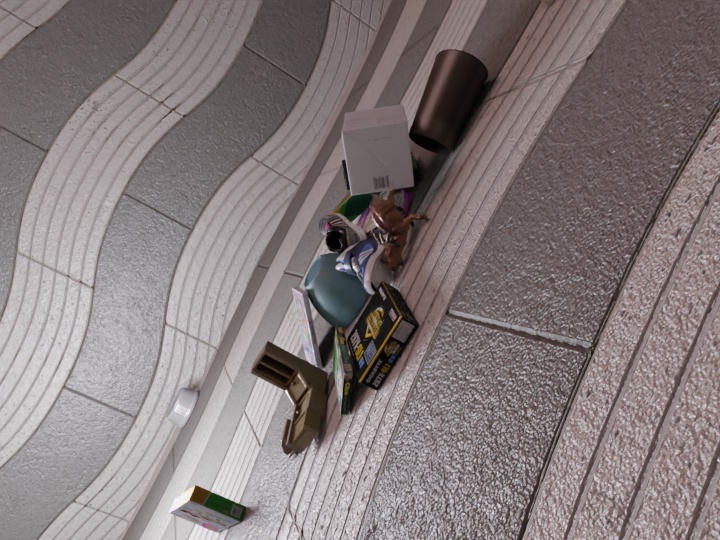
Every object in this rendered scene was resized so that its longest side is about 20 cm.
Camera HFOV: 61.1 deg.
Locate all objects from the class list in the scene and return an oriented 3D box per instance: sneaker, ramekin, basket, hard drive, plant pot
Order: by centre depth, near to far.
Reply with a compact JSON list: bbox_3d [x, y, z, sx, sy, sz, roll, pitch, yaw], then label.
[{"bbox_3d":[0.000,0.000,1.447,0.144,0.081,0.201,-18,31,29],"label":"sneaker"},{"bbox_3d":[0.202,-0.393,1.457,0.180,0.134,0.203,-179,113,-86],"label":"basket"},{"bbox_3d":[-0.068,0.034,1.582,0.201,0.133,0.201,-53,20,28],"label":"plant pot"},{"bbox_3d":[-0.066,-0.096,1.591,0.199,0.086,0.075,30,127,48],"label":"sneaker"},{"bbox_3d":[0.052,-0.264,1.607,0.140,0.196,0.038,-103,4,-58],"label":"hard drive"},{"bbox_3d":[-0.909,0.692,3.108,0.203,0.093,0.204,-53,20,28],"label":"ramekin"}]

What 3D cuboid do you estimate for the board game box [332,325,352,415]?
[{"bbox_3d":[-0.041,0.215,1.341,0.201,0.023,0.107,-107,18,-65],"label":"board game box"}]

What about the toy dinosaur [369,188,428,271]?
[{"bbox_3d":[0.062,-0.113,1.406,0.134,0.201,0.086,-27,-25,-21],"label":"toy dinosaur"}]

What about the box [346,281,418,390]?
[{"bbox_3d":[0.040,0.130,1.267,0.161,0.049,0.200,-60,17,13],"label":"box"}]

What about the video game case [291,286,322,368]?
[{"bbox_3d":[-0.142,0.149,1.612,0.143,0.018,0.204,-166,64,-72],"label":"video game case"}]

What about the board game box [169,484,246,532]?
[{"bbox_3d":[-0.411,0.640,1.629,0.200,0.152,0.041,-41,24,47],"label":"board game box"}]

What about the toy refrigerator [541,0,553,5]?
[{"bbox_3d":[0.440,-0.682,1.307,0.201,0.069,0.076,-55,25,25],"label":"toy refrigerator"}]

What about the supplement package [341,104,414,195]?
[{"bbox_3d":[0.042,-0.291,1.448,0.201,0.149,0.153,-88,-10,-65],"label":"supplement package"}]

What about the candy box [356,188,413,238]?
[{"bbox_3d":[0.049,-0.126,1.608,0.200,0.060,0.138,-30,34,62],"label":"candy box"}]

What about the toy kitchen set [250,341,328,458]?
[{"bbox_3d":[-0.195,0.321,1.433,0.164,0.179,0.201,-54,14,27],"label":"toy kitchen set"}]

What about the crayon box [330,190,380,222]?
[{"bbox_3d":[0.000,-0.208,1.715,0.172,0.058,0.201,-41,11,36],"label":"crayon box"}]
